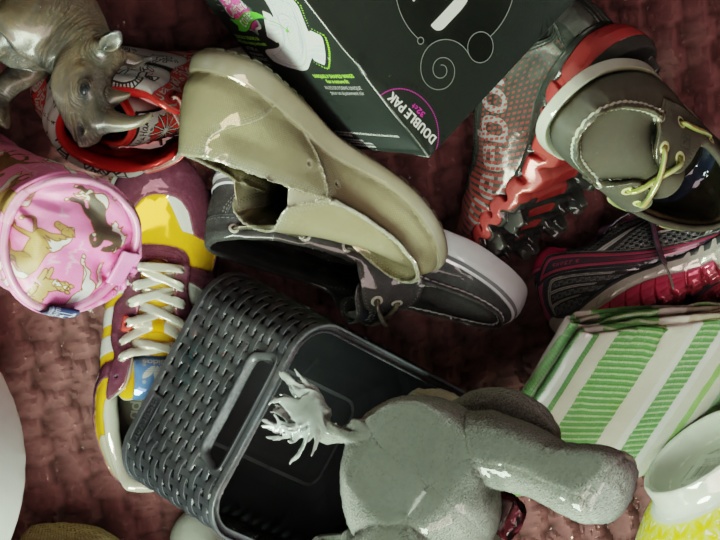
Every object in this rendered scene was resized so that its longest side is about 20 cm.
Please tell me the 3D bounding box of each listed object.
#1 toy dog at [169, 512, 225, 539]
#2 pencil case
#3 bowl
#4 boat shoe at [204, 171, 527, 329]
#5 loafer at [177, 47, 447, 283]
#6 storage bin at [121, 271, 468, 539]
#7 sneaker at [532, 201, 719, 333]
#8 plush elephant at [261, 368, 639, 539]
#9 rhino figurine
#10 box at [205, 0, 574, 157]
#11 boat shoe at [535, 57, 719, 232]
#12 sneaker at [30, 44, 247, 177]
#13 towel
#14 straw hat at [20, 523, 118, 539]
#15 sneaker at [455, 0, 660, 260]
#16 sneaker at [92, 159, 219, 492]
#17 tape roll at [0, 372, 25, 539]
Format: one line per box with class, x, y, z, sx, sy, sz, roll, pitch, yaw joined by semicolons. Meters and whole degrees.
toy dog;-0.059;0.226;1.753;0.096;0.200;0.132;-39;118;-18
pencil case;-0.191;-0.030;1.625;0.083;0.200;0.087;-18;108;-22
bowl;0.235;0.148;1.784;0.200;0.200;0.108;-36;106;7
boat shoe;0.000;0.000;1.719;0.200;0.070;0.066;25;64;-14
loafer;-0.033;-0.046;1.630;0.200;0.076;0.068;39;76;-31
storage bin;-0.024;0.101;1.717;0.200;0.094;0.135;29;89;-44
sneaker;0.199;-0.020;1.767;0.200;0.075;0.081;-27;158;-9
plush elephant;0.043;0.138;1.631;0.165;0.200;0.155;-53;157;-7
rhino figurine;-0.188;-0.128;1.601;0.088;0.200;0.060;-55;151;-8
box;-0.004;-0.185;1.603;0.149;0.124;0.200;-48;116;-18
boat shoe;0.162;-0.066;1.650;0.072;0.060;0.202;-44;155;13
sneaker;-0.086;-0.088;1.665;0.201;0.108;0.067;4;113;-12
towel;0.164;0.073;1.759;0.200;0.023;0.153;-7;137;-42
straw hat;-0.175;0.202;1.779;0.201;0.201;0.085;41;60;-23
sneaker;0.098;-0.087;1.719;0.071;0.098;0.201;-18;148;-39
sneaker;-0.118;0.032;1.722;0.075;0.090;0.200;0;114;-10
tape roll;-0.296;0.113;1.677;0.202;0.071;0.203;-2;83;19
